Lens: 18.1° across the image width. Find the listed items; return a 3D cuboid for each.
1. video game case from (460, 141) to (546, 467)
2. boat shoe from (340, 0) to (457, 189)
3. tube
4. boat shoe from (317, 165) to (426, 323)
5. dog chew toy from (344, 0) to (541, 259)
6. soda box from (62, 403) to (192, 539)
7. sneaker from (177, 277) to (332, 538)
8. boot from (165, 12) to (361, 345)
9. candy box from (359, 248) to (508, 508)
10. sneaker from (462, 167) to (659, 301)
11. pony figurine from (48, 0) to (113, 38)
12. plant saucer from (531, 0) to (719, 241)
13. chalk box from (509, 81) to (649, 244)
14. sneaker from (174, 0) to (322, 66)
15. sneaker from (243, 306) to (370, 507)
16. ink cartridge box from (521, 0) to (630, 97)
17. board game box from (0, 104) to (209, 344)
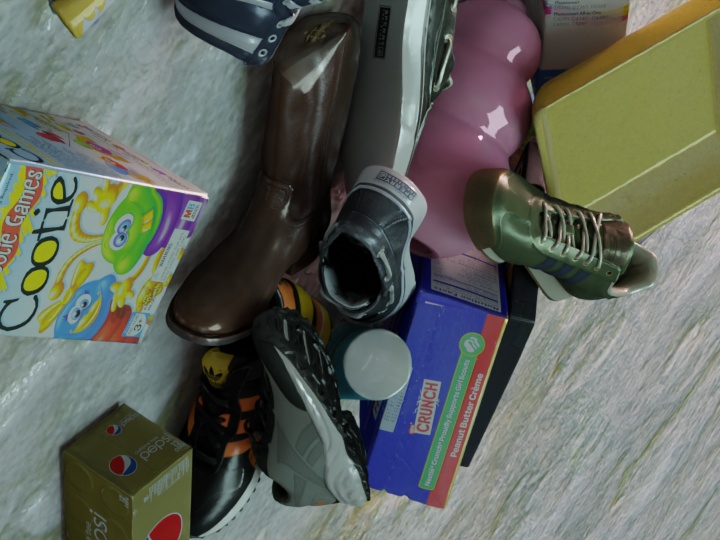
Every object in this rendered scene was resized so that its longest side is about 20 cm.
[{"bbox_3d":[0.109,0.028,1.796,0.200,0.025,0.181,110,-8,-50],"label":"video game case"},{"bbox_3d":[0.036,-0.143,1.569,0.064,0.071,0.200,-1,107,-37],"label":"boat shoe"},{"bbox_3d":[-0.010,0.068,1.690,0.077,0.050,0.200,-51,-171,-10],"label":"tube"},{"bbox_3d":[0.000,0.000,1.584,0.068,0.072,0.200,-55,174,-23],"label":"boat shoe"},{"bbox_3d":[0.070,-0.111,1.663,0.200,0.124,0.125,-64,156,-10],"label":"dog chew toy"},{"bbox_3d":[-0.165,0.193,1.600,0.064,0.068,0.200,-38,147,-38],"label":"soda box"},{"bbox_3d":[-0.099,0.093,1.627,0.200,0.070,0.090,-61,148,-9],"label":"sneaker"},{"bbox_3d":[-0.062,-0.067,1.520,0.186,0.064,0.200,-49,159,-52],"label":"boot"},{"bbox_3d":[0.054,0.057,1.746,0.200,0.077,0.169,-85,-168,-66],"label":"candy box"},{"bbox_3d":[0.152,-0.026,1.622,0.200,0.090,0.067,35,60,-58],"label":"sneaker"},{"bbox_3d":[-0.102,-0.220,1.219,0.200,0.167,0.193,-40,143,-7],"label":"pony figurine"},{"bbox_3d":[0.213,-0.113,1.713,0.200,0.048,0.200,-30,142,-11],"label":"plant saucer"},{"bbox_3d":[0.176,-0.107,1.853,0.124,0.124,0.200,-37,145,-38],"label":"chalk box"},{"bbox_3d":[-0.020,-0.182,1.379,0.070,0.200,0.109,-97,-168,-45],"label":"sneaker"},{"bbox_3d":[-0.048,0.105,1.572,0.079,0.074,0.200,-13,137,4],"label":"sneaker"},{"bbox_3d":[0.162,-0.234,1.693,0.200,0.067,0.116,92,-6,-46],"label":"ink cartridge box"},{"bbox_3d":[-0.194,-0.028,1.271,0.200,0.105,0.103,8,110,-63],"label":"board game box"}]
